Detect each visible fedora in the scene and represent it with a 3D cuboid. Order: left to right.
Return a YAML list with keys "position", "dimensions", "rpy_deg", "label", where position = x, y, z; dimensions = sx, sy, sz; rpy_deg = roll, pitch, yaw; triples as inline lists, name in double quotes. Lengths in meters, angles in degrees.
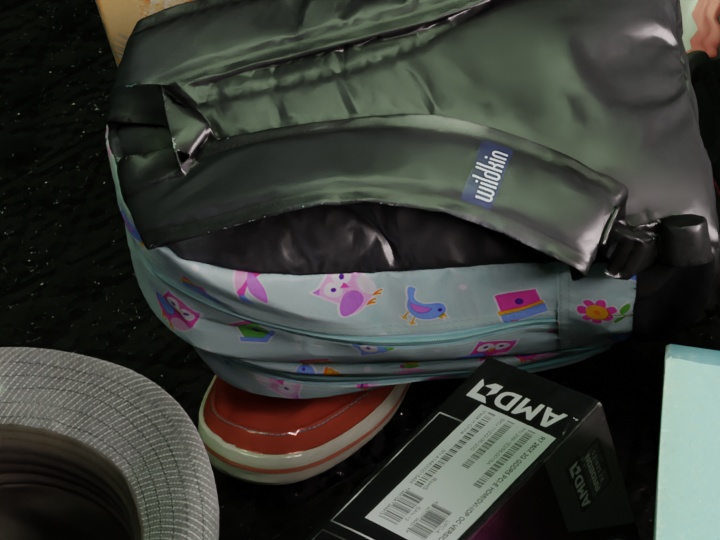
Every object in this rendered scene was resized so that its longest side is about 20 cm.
- position: [-0.125, 0.130, 0.724]
  dimensions: [0.175, 0.091, 0.201]
  rpy_deg: [6, 48, 23]
  label: "fedora"

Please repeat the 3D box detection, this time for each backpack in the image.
- position: [0.015, -0.031, 0.763]
  dimensions: [0.198, 0.127, 0.168]
  rpy_deg: [-8, 53, 3]
  label: "backpack"

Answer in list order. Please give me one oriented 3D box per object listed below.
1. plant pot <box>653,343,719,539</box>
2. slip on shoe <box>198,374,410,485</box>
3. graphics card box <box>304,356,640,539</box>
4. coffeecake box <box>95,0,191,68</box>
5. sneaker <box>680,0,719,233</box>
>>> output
- position: [0.175, 0.115, 0.593]
  dimensions: [0.198, 0.141, 0.143]
  rpy_deg: [4, 68, 9]
  label: "plant pot"
- position: [0.000, 0.000, 0.851]
  dimensions: [0.074, 0.061, 0.200]
  rpy_deg: [17, 52, 29]
  label: "slip on shoe"
- position: [0.007, 0.136, 0.651]
  dimensions: [0.051, 0.126, 0.200]
  rpy_deg: [19, 50, 41]
  label: "graphics card box"
- position: [-0.032, -0.132, 0.897]
  dimensions: [0.152, 0.201, 0.073]
  rpy_deg: [-15, 41, 1]
  label: "coffeecake box"
- position: [0.109, -0.067, 0.899]
  dimensions: [0.086, 0.074, 0.201]
  rpy_deg: [-9, 36, 28]
  label: "sneaker"
